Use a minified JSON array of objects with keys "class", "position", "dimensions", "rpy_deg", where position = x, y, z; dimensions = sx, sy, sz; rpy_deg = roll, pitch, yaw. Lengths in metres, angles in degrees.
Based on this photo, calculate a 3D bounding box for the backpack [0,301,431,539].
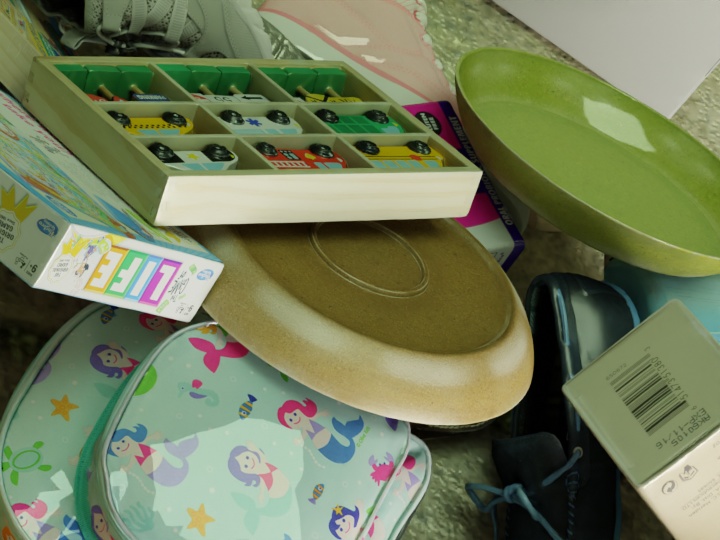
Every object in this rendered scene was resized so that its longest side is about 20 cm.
[{"class":"backpack","position":[-0.082,0.109,1.413],"dimensions":[0.199,0.151,0.178],"rpy_deg":[30,59,3]}]

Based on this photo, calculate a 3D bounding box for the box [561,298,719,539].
[{"class":"box","position":[0.193,0.117,1.520],"dimensions":[0.200,0.078,0.095],"rpy_deg":[52,1,-40]}]

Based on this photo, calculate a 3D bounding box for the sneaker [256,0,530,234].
[{"class":"sneaker","position":[0.031,-0.105,1.692],"dimensions":[0.200,0.075,0.105],"rpy_deg":[37,51,3]}]

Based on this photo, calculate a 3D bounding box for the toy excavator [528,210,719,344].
[{"class":"toy excavator","position":[0.158,0.015,1.654],"dimensions":[0.099,0.194,0.202],"rpy_deg":[5,82,-28]}]

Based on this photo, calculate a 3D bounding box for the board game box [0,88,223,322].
[{"class":"board game box","position":[-0.172,-0.051,1.362],"dimensions":[0.200,0.034,0.134],"rpy_deg":[37,10,27]}]

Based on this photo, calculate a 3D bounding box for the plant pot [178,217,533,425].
[{"class":"plant pot","position":[0.000,0.000,1.443],"dimensions":[0.199,0.028,0.200],"rpy_deg":[21,29,-12]}]

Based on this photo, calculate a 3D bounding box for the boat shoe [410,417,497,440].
[{"class":"boat shoe","position":[0.027,0.056,1.526],"dimensions":[0.072,0.073,0.200],"rpy_deg":[24,-1,37]}]

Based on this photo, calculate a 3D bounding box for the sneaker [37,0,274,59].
[{"class":"sneaker","position":[-0.128,-0.140,1.530],"dimensions":[0.200,0.074,0.082],"rpy_deg":[40,65,-32]}]

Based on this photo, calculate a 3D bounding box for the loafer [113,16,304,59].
[{"class":"loafer","position":[-0.093,-0.120,1.635],"dimensions":[0.200,0.063,0.072],"rpy_deg":[42,71,-17]}]

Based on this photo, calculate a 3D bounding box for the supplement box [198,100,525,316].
[{"class":"supplement box","position":[-0.030,-0.014,1.569],"dimensions":[0.199,0.103,0.102],"rpy_deg":[-10,61,-35]}]

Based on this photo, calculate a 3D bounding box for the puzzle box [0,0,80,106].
[{"class":"puzzle box","position":[-0.190,-0.143,1.518],"dimensions":[0.133,0.025,0.200],"rpy_deg":[47,7,-36]}]

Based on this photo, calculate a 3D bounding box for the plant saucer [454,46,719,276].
[{"class":"plant saucer","position":[0.133,-0.054,1.612],"dimensions":[0.199,0.031,0.200],"rpy_deg":[26,23,-12]}]

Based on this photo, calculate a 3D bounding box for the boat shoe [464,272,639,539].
[{"class":"boat shoe","position":[0.093,0.099,1.555],"dimensions":[0.068,0.084,0.201],"rpy_deg":[20,65,-36]}]

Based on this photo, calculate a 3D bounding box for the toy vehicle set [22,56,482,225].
[{"class":"toy vehicle set","position":[-0.052,-0.065,1.446],"dimensions":[0.199,0.027,0.124],"rpy_deg":[-3,31,-41]}]

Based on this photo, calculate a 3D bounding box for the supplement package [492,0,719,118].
[{"class":"supplement package","position":[0.155,-0.214,1.821],"dimensions":[0.199,0.121,0.120],"rpy_deg":[35,45,-5]}]
